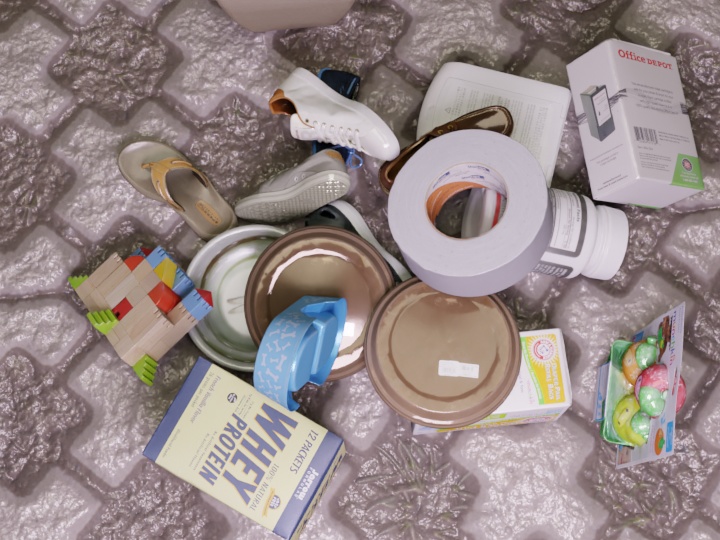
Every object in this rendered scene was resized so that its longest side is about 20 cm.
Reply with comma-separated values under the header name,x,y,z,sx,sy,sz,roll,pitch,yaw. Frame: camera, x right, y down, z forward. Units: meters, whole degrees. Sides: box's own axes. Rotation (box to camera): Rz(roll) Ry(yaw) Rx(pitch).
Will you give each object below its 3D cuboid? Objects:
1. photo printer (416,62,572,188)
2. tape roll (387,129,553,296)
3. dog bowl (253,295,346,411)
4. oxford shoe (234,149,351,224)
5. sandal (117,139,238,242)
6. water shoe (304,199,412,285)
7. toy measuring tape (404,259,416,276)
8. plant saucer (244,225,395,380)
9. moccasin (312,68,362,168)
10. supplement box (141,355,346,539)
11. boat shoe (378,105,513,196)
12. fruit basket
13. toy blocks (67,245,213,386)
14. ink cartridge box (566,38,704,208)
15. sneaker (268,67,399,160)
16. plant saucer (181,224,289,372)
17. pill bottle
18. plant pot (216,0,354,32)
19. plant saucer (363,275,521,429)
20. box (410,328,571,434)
name,x,y,z,sx,sy,sz,roll,pitch,yaw
photo printer,0.179,-0.195,1.621,0.198,0.069,0.168,14,77,4
tape roll,0.136,-0.072,1.444,0.198,0.066,0.202,-6,65,13
dog bowl,-0.071,0.091,1.387,0.049,0.200,0.112,16,108,13
oxford shoe,-0.090,-0.110,1.561,0.199,0.075,0.058,-21,60,39
sandal,-0.250,-0.116,1.608,0.200,0.054,0.080,40,78,10
water shoe,0.000,0.000,1.559,0.079,0.072,0.200,-33,76,-26
toy measuring tape,0.135,0.017,1.574,0.200,0.074,0.074,43,78,-4
plant saucer,-0.051,0.043,1.500,0.198,0.029,0.202,0,91,-2
moccasin,-0.030,-0.190,1.615,0.068,0.081,0.202,1,75,3
supplement box,-0.135,0.226,1.439,0.199,0.200,0.135,29,79,7
boat shoe,0.115,-0.157,1.546,0.199,0.068,0.072,-28,86,3
fruit basket,0.356,0.148,1.461,0.093,0.200,0.187,9,75,1
toy blocks,-0.280,0.033,1.528,0.137,0.100,0.200,-43,51,-2
ink cartridge box,0.372,-0.196,1.582,0.145,0.084,0.202,5,70,-37
sneaker,-0.039,-0.187,1.544,0.199,0.073,0.085,34,67,27
plant saucer,-0.140,0.041,1.568,0.198,0.050,0.202,0,75,1
pill bottle,0.243,-0.053,1.549,0.198,0.114,0.115,11,74,-11
plant pot,-0.104,-0.436,1.631,0.198,0.177,0.202,-6,75,-1
plant saucer,0.103,0.095,1.448,0.198,0.029,0.202,1,73,-2
box,0.161,0.144,1.506,0.198,0.113,0.102,-6,73,-1
